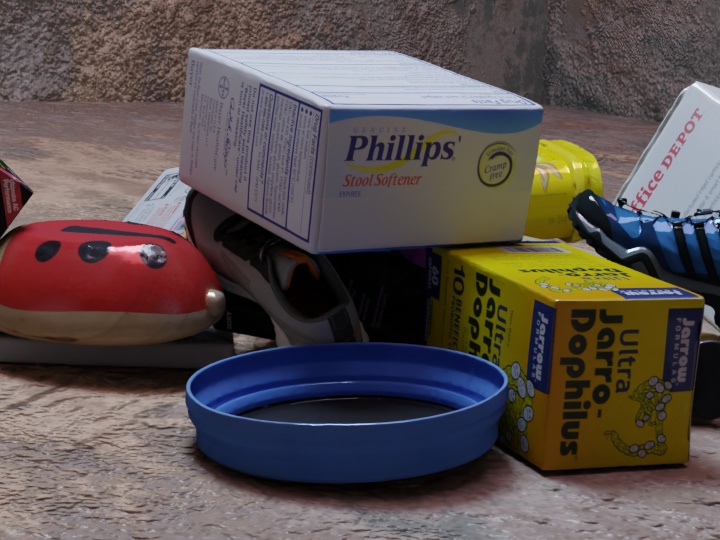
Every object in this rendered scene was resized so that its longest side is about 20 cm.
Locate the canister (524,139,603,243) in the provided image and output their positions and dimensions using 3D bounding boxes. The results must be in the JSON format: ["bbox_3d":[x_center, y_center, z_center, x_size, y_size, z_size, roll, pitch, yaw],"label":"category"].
[{"bbox_3d":[0.115,-0.073,1.599,0.198,0.087,0.149,-4,15,-12],"label":"canister"}]

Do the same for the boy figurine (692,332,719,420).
[{"bbox_3d":[0.229,0.058,1.227,0.123,0.065,0.200,1,12,3],"label":"boy figurine"}]

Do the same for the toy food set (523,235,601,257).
[{"bbox_3d":[0.140,0.026,1.342,0.143,0.061,0.200,14,22,24],"label":"toy food set"}]

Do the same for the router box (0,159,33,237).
[{"bbox_3d":[-0.327,-0.029,1.258,0.062,0.150,0.200,37,-2,-21],"label":"router box"}]

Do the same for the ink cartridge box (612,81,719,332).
[{"bbox_3d":[0.308,-0.033,1.299,0.087,0.146,0.200,6,30,-49],"label":"ink cartridge box"}]

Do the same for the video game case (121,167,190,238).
[{"bbox_3d":[-0.131,-0.043,1.441,0.181,0.024,0.200,-7,30,26],"label":"video game case"}]

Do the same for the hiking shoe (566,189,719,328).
[{"bbox_3d":[0.250,-0.017,1.220,0.199,0.087,0.074,30,9,7],"label":"hiking shoe"}]

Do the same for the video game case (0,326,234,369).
[{"bbox_3d":[-0.198,0.042,1.280,0.198,0.022,0.182,3,10,-6],"label":"video game case"}]

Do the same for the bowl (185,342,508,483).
[{"bbox_3d":[-0.008,0.086,1.022,0.199,0.040,0.201,-2,11,0],"label":"bowl"}]

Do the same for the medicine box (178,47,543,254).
[{"bbox_3d":[-0.004,-0.090,1.178,0.181,0.104,0.200,-4,20,-33],"label":"medicine box"}]

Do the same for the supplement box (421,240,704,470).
[{"bbox_3d":[0.126,0.050,1.100,0.109,0.110,0.200,-1,11,-22],"label":"supplement box"}]

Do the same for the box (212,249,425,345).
[{"bbox_3d":[0.000,0.000,1.260,0.198,0.036,0.144,9,49,6],"label":"box"}]

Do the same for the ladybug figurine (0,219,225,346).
[{"bbox_3d":[-0.188,0.006,1.193,0.198,0.073,0.136,4,17,18],"label":"ladybug figurine"}]

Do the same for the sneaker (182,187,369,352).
[{"bbox_3d":[-0.060,-0.006,1.189,0.074,0.080,0.200,-30,56,-21],"label":"sneaker"}]
